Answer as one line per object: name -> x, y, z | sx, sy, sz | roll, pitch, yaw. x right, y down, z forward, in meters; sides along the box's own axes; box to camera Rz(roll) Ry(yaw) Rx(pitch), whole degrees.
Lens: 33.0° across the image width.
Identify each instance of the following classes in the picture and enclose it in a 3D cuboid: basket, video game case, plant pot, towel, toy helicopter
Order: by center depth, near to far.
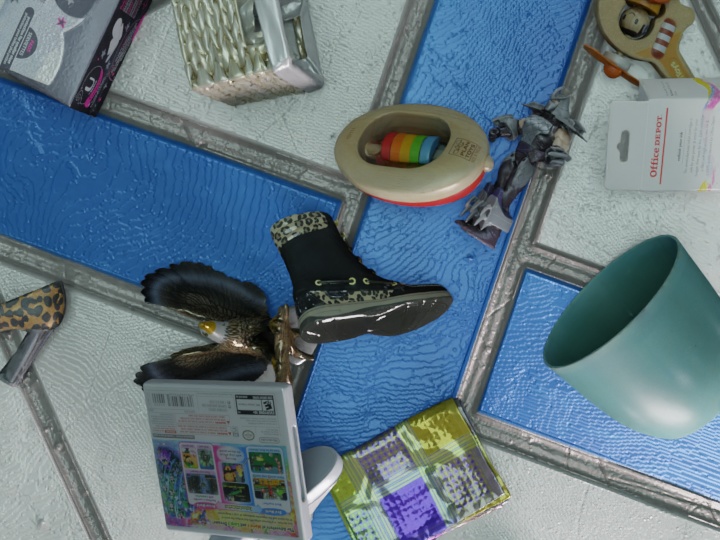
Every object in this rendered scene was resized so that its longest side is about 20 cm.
plant pot -> 0.330, 0.089, 1.360 | 0.161, 0.201, 0.201 | 44, 93, -10
basket -> -0.127, -0.268, 1.384 | 0.121, 0.200, 0.138 | -12, 89, 8
video game case -> -0.154, 0.216, 1.395 | 0.197, 0.024, 0.185 | -1, 103, 29
toy helicopter -> 0.342, -0.249, 1.414 | 0.132, 0.079, 0.201 | -38, 100, -3
towel -> 0.065, 0.255, 1.457 | 0.198, 0.023, 0.145 | -26, 89, 3

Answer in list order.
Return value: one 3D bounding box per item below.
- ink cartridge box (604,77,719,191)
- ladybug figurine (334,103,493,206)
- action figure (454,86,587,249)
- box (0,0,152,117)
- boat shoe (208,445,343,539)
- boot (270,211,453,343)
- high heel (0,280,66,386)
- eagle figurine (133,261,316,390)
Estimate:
ink cartridge box -> 0.376, -0.156, 1.390 | 0.196, 0.068, 0.119 | 0, 120, 3
ladybug figurine -> 0.064, -0.127, 1.407 | 0.198, 0.072, 0.137 | 13, 58, 30
action figure -> 0.185, -0.124, 1.404 | 0.069, 0.130, 0.202 | 28, 97, -24
box -> -0.340, -0.306, 1.437 | 0.131, 0.115, 0.202 | 27, 92, 3
boat shoe -> -0.092, 0.287, 1.451 | 0.199, 0.074, 0.065 | -37, 125, 12
boot -> 0.000, -0.001, 1.429 | 0.201, 0.074, 0.155 | -7, 57, -28
high heel -> -0.459, 0.031, 1.464 | 0.199, 0.071, 0.144 | 33, 99, -13
eagle figurine -> -0.162, 0.077, 1.437 | 0.197, 0.152, 0.153 | 3, 46, 33
